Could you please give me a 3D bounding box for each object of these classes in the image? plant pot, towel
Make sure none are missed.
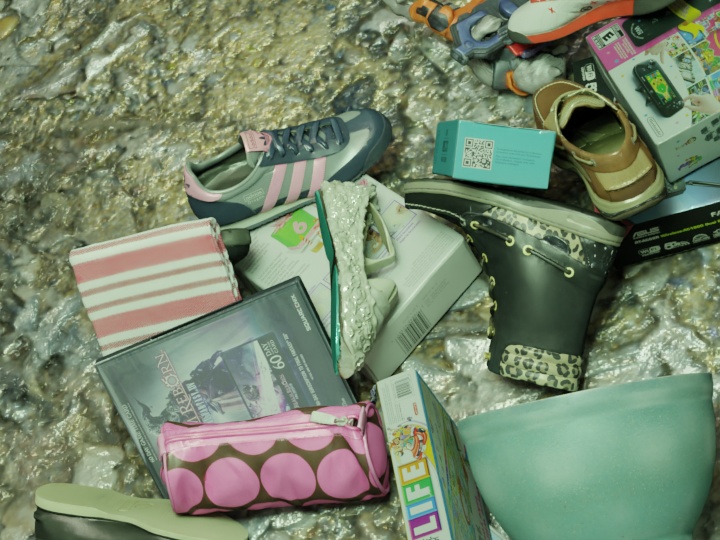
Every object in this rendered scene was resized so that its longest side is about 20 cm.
[{"bbox_3d":[0.184,0.163,1.417,0.200,0.200,0.135,-14,80,17],"label":"plant pot"},{"bbox_3d":[-0.164,0.055,1.650,0.146,0.201,0.030,-12,19,18],"label":"towel"}]

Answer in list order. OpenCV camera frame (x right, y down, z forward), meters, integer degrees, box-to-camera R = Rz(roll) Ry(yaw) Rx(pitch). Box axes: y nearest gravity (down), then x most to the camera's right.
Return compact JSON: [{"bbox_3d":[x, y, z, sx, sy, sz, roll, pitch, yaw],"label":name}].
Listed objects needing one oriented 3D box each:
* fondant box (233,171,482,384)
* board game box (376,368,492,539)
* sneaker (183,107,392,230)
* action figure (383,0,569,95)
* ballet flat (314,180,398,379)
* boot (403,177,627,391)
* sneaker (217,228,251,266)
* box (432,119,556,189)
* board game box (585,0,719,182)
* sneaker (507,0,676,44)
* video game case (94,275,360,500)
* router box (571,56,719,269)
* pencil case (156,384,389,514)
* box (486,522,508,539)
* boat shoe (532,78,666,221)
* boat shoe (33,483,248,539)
[{"bbox_3d":[-0.009,-0.007,1.689,0.200,0.058,0.144,35,78,37],"label":"fondant box"},{"bbox_3d":[0.067,0.193,1.426,0.034,0.135,0.200,-21,52,12],"label":"board game box"},{"bbox_3d":[-0.068,-0.103,1.690,0.200,0.082,0.070,-28,49,1],"label":"sneaker"},{"bbox_3d":[0.142,-0.239,1.767,0.200,0.105,0.194,-24,55,-23],"label":"action figure"},{"bbox_3d":[0.000,0.000,1.604,0.072,0.072,0.201,-17,54,15],"label":"ballet flat"},{"bbox_3d":[0.114,0.008,1.570,0.203,0.073,0.154,15,96,27],"label":"boot"},{"bbox_3d":[-0.158,0.029,1.695,0.199,0.076,0.115,-25,76,43],"label":"sneaker"},{"bbox_3d":[0.112,-0.101,1.599,0.082,0.200,0.049,7,94,-3],"label":"box"},{"bbox_3d":[0.313,-0.185,1.567,0.200,0.064,0.148,-28,52,3],"label":"board game box"},{"bbox_3d":[0.187,-0.266,1.604,0.067,0.108,0.201,-42,20,-33],"label":"sneaker"},{"bbox_3d":[-0.114,0.105,1.624,0.199,0.143,0.019,-23,15,10],"label":"video game case"},{"bbox_3d":[0.273,-0.112,1.618,0.149,0.062,0.201,-15,54,15],"label":"router box"},{"bbox_3d":[-0.076,0.156,1.576,0.199,0.094,0.091,-9,62,11],"label":"pencil case"},{"bbox_3d":[0.059,0.297,1.471,0.200,0.035,0.110,-47,51,-9],"label":"box"},{"bbox_3d":[0.195,-0.119,1.551,0.076,0.074,0.200,-31,33,-2],"label":"boat shoe"},{"bbox_3d":[-0.192,0.234,1.620,0.201,0.074,0.063,7,101,17],"label":"boat shoe"}]
